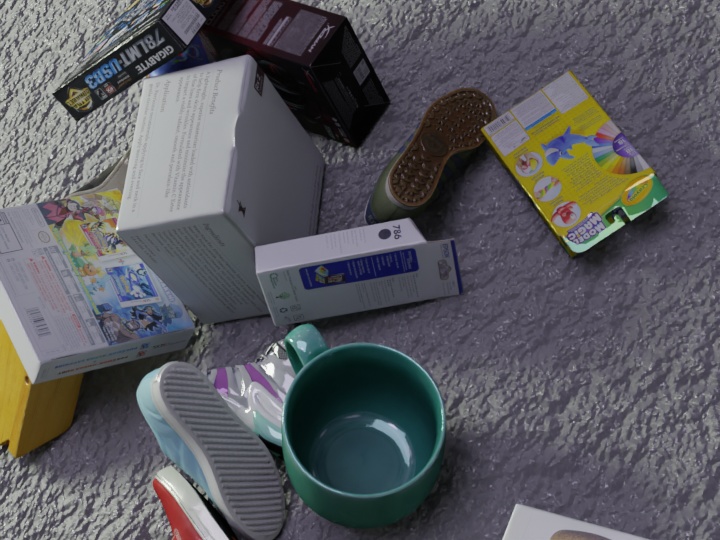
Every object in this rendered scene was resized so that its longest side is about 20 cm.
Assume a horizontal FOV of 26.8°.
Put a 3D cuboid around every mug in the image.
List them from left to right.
[{"bbox_3d":[0.003,0.147,1.412,0.151,0.115,0.186,1,59,0],"label":"mug"}]

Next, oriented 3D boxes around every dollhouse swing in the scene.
[{"bbox_3d":[-0.346,0.074,1.688,0.200,0.175,0.183,36,120,37],"label":"dollhouse swing"}]

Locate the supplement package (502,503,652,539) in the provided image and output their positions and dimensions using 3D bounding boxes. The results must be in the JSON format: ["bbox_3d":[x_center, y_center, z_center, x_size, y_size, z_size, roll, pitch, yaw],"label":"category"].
[{"bbox_3d":[0.211,0.285,1.244,0.199,0.110,0.114,10,64,30],"label":"supplement package"}]

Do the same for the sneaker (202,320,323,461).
[{"bbox_3d":[-0.103,0.107,1.533,0.199,0.078,0.140,18,66,22],"label":"sneaker"}]

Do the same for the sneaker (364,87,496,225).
[{"bbox_3d":[0.065,-0.113,1.593,0.067,0.090,0.200,41,50,-2],"label":"sneaker"}]

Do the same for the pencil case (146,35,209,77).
[{"bbox_3d":[-0.211,-0.231,1.793,0.086,0.078,0.201,-12,50,-13],"label":"pencil case"}]

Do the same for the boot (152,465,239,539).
[{"bbox_3d":[-0.180,0.294,1.449,0.144,0.072,0.200,-39,55,-1],"label":"boot"}]

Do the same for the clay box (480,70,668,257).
[{"bbox_3d":[0.219,-0.101,1.528,0.115,0.048,0.200,-33,52,3],"label":"clay box"}]

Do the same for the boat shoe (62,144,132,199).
[{"bbox_3d":[-0.290,-0.077,1.728,0.067,0.057,0.200,44,67,0],"label":"boat shoe"}]

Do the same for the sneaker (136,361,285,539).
[{"bbox_3d":[-0.146,0.176,1.465,0.074,0.201,0.082,-36,10,-34],"label":"sneaker"}]

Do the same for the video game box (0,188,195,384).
[{"bbox_3d":[-0.297,0.012,1.589,0.181,0.047,0.201,-13,59,-34],"label":"video game box"}]

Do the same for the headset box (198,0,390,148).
[{"bbox_3d":[-0.084,-0.233,1.689,0.199,0.149,0.075,24,69,33],"label":"headset box"}]

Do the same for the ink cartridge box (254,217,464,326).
[{"bbox_3d":[0.000,0.000,1.510,0.198,0.100,0.039,-9,54,3],"label":"ink cartridge box"}]

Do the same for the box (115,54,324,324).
[{"bbox_3d":[-0.140,-0.081,1.586,0.130,0.200,0.200,-9,56,22],"label":"box"}]

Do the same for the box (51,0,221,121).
[{"bbox_3d":[-0.224,-0.271,1.658,0.199,0.050,0.199,-25,25,40],"label":"box"}]
